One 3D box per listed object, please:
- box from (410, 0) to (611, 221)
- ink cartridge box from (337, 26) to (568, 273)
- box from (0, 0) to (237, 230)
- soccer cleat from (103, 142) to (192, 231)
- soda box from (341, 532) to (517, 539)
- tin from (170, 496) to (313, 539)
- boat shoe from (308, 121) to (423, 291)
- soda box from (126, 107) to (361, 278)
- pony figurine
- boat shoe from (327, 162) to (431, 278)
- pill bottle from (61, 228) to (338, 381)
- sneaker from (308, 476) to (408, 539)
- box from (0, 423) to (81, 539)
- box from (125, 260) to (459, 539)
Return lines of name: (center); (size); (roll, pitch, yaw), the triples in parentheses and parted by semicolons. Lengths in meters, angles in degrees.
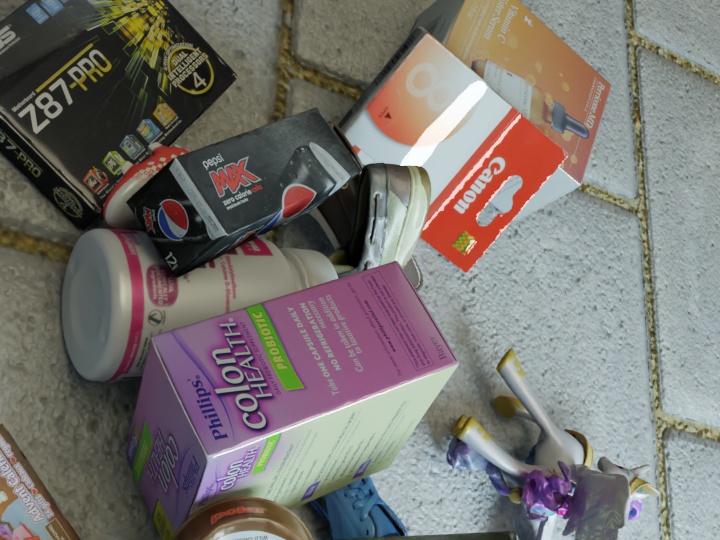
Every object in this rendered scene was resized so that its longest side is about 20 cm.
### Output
box: (0.142, -0.180, 1.147); (0.200, 0.106, 0.153); (36, 55, -19)
ink cartridge box: (0.079, -0.104, 1.047); (0.200, 0.162, 0.050); (37, 13, -15)
box: (-0.219, -0.157, 0.916); (0.161, 0.049, 0.200); (46, 54, -10)
soccer cleat: (-0.125, -0.058, 0.898); (0.085, 0.069, 0.200); (42, 25, 15)
soda box: (0.022, 0.243, 0.830); (0.071, 0.198, 0.064); (-62, 146, -77)
tin: (-0.081, 0.256, 0.761); (0.111, 0.042, 0.202); (-3, 102, -11)
boat shoe: (0.003, -0.049, 1.000); (0.200, 0.059, 0.072); (52, 31, -26)
soda box: (-0.082, -0.065, 0.848); (0.071, 0.063, 0.200); (55, 34, 1)
pony figurine: (0.174, 0.195, 1.011); (0.200, 0.167, 0.193); (38, 45, 2)
boat shoe: (0.000, 0.000, 0.951); (0.066, 0.202, 0.072); (12, 20, -19)
pill bottle: (-0.122, 0.028, 0.871); (0.199, 0.113, 0.114); (2, 71, -36)
sneaker: (0.000, 0.195, 0.916); (0.066, 0.078, 0.201); (-19, 82, -37)
box: (-0.248, 0.225, 0.749); (0.137, 0.039, 0.201); (-36, 95, -38)
box: (-0.057, 0.103, 0.816); (0.199, 0.176, 0.097); (-18, 63, -28)
